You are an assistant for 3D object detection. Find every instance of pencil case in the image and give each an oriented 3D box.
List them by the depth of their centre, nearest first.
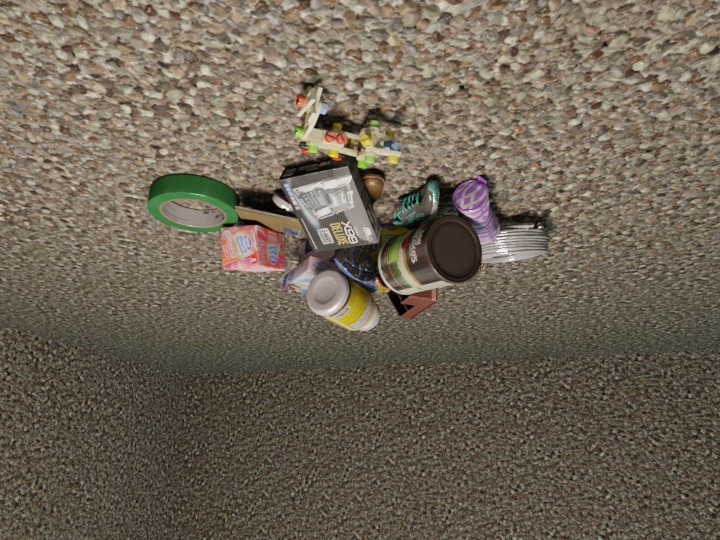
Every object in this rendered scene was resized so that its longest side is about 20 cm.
[{"bbox_3d":[0.270,-0.131,1.175,0.085,0.084,0.200,-43,152,5],"label":"pencil case"}]

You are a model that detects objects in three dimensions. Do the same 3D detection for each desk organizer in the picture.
[{"bbox_3d":[0.134,0.071,1.381,0.077,0.072,0.200,9,159,-13],"label":"desk organizer"}]

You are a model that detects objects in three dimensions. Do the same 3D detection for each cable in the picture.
[{"bbox_3d":[0.378,-0.063,1.318,0.200,0.069,0.200,-9,171,27],"label":"cable"}]

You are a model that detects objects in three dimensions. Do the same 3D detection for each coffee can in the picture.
[{"bbox_3d":[0.151,-0.029,1.155,0.146,0.147,0.200,12,165,-26],"label":"coffee can"}]

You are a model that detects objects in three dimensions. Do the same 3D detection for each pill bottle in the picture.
[{"bbox_3d":[-0.033,0.081,1.260,0.112,0.113,0.200,-10,154,27],"label":"pill bottle"}]

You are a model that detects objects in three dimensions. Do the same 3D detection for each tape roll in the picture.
[{"bbox_3d":[-0.383,-0.151,1.190,0.200,0.048,0.200,1,160,0],"label":"tape roll"}]

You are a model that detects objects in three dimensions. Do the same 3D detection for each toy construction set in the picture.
[{"bbox_3d":[-0.036,-0.235,0.891,0.200,0.092,0.131,23,175,-30],"label":"toy construction set"}]

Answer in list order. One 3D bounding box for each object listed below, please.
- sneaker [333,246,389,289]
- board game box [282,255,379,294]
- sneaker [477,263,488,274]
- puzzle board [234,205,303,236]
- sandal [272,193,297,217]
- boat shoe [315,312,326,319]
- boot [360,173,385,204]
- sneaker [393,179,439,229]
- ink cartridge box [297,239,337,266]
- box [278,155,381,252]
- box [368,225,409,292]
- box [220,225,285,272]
[{"bbox_3d":[0.000,0.000,1.222,0.078,0.076,0.200,-1,159,39],"label":"sneaker"},{"bbox_3d":[-0.081,0.033,1.371,0.200,0.043,0.199,17,157,-22],"label":"board game box"},{"bbox_3d":[0.312,-0.018,1.501,0.075,0.071,0.200,-17,180,-30],"label":"sneaker"},{"bbox_3d":[-0.211,-0.118,1.230,0.150,0.017,0.200,11,174,-5],"label":"puzzle board"},{"bbox_3d":[-0.108,-0.139,1.200,0.202,0.082,0.050,20,110,-37],"label":"sandal"},{"bbox_3d":[-0.074,0.093,1.370,0.070,0.071,0.200,10,169,12],"label":"boat shoe"},{"bbox_3d":[0.006,-0.146,1.150,0.073,0.076,0.200,9,157,-15],"label":"boot"},{"bbox_3d":[0.122,-0.141,1.166,0.091,0.078,0.200,7,157,-5],"label":"sneaker"},{"bbox_3d":[-0.102,-0.054,1.367,0.037,0.095,0.200,16,155,-33],"label":"ink cartridge box"},{"bbox_3d":[-0.060,-0.137,1.098,0.157,0.050,0.200,-7,131,20],"label":"box"},{"bbox_3d":[0.122,-0.027,1.391,0.192,0.122,0.200,0,160,4],"label":"box"},{"bbox_3d":[-0.266,-0.050,1.303,0.094,0.103,0.200,-3,176,11],"label":"box"}]
